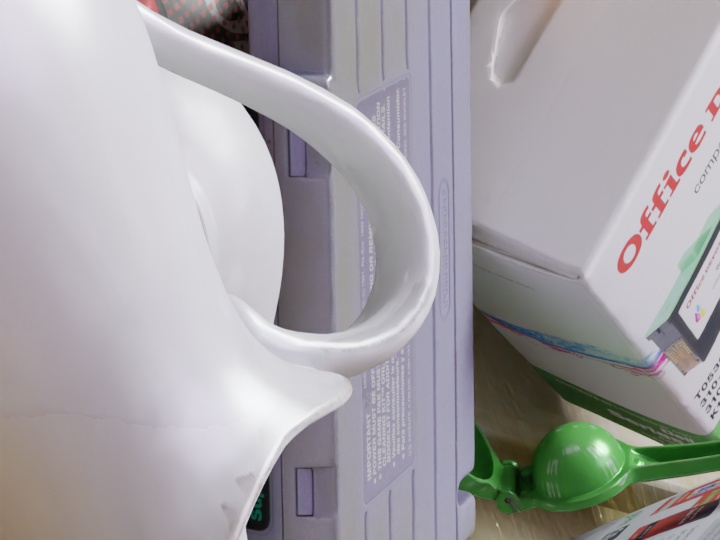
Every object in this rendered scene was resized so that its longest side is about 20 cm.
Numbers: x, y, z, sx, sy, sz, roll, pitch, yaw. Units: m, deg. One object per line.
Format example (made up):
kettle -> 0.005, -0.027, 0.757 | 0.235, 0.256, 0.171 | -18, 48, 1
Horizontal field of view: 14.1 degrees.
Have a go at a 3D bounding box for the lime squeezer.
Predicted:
lime squeezer -> 0.058, 0.046, 0.942 | 0.200, 0.071, 0.038 | 18, 13, -3

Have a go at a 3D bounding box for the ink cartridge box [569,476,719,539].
ink cartridge box -> 0.128, 0.116, 0.912 | 0.084, 0.175, 0.200 | 64, 24, 0

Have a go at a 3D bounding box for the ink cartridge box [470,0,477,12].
ink cartridge box -> 0.018, -0.151, 1.066 | 0.145, 0.083, 0.200 | -5, 71, -64

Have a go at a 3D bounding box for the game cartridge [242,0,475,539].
game cartridge -> 0.000, 0.000, 0.846 | 0.130, 0.038, 0.201 | -27, 119, -63

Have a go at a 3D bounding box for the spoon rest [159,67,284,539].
spoon rest -> -0.055, 0.037, 0.748 | 0.061, 0.099, 0.201 | -163, -124, -80

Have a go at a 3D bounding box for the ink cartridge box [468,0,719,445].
ink cartridge box -> 0.104, -0.035, 1.000 | 0.145, 0.084, 0.200 | -61, 151, -9

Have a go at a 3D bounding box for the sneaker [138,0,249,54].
sneaker -> -0.070, -0.082, 0.836 | 0.098, 0.071, 0.201 | 35, 39, -47

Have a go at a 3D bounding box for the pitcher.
pitcher -> -0.076, -0.030, 0.622 | 0.200, 0.121, 0.172 | 55, 46, -10
